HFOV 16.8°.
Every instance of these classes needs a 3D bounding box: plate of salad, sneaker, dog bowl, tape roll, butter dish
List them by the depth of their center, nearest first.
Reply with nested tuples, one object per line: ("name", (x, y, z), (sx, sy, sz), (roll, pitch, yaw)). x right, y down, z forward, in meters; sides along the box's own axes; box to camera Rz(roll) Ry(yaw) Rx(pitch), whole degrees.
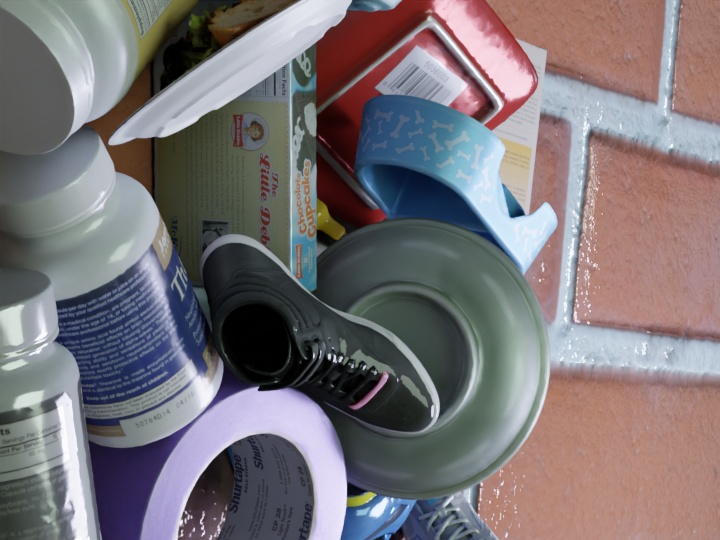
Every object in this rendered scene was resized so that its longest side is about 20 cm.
("plate of salad", (-0.081, -0.142, 1.537), (0.048, 0.200, 0.200), (56, 38, 0))
("sneaker", (-0.029, 0.065, 1.623), (0.200, 0.071, 0.099), (38, 21, -17))
("tape roll", (-0.106, 0.166, 1.677), (0.199, 0.085, 0.201), (-17, 113, -43))
("dog bowl", (0.064, -0.054, 1.751), (0.200, 0.111, 0.050), (48, 58, -50))
("butter dish", (0.000, -0.159, 1.810), (0.199, 0.148, 0.200), (-38, 140, 7))
("sneaker", (0.021, 0.153, 1.847), (0.200, 0.066, 0.079), (-39, 138, -50))
("sneaker", (0.067, 0.211, 1.950), (0.075, 0.200, 0.087), (-30, 114, -11))

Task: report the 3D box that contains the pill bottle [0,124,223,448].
("pill bottle", (-0.169, 0.007, 1.564), (0.111, 0.110, 0.201), (-57, 139, -38))

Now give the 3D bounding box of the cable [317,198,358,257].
("cable", (0.000, 0.000, 1.774), (0.050, 0.199, 0.098), (-49, 159, -59))

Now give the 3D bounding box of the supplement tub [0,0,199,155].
("supplement tub", (-0.178, -0.181, 1.494), (0.200, 0.145, 0.146), (-57, 139, -38))

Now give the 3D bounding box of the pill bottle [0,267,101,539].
("pill bottle", (-0.223, 0.107, 1.488), (0.114, 0.113, 0.201), (-28, 117, -54))

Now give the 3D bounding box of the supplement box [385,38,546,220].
("supplement box", (0.086, -0.097, 2.012), (0.126, 0.073, 0.202), (12, 83, -58))

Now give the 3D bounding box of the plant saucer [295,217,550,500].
("plant saucer", (0.033, 0.063, 1.714), (0.050, 0.199, 0.202), (-3, 97, -78))

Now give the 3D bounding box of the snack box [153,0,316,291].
("snack box", (-0.087, -0.087, 1.685), (0.037, 0.116, 0.202), (-12, 105, -59))

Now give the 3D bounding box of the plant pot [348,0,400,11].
("plant pot", (-0.033, -0.287, 1.664), (0.195, 0.195, 0.201), (22, 76, -54))

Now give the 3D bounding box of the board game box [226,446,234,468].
("board game box", (-0.025, 0.101, 1.870), (0.200, 0.056, 0.197), (-52, 136, -42))
